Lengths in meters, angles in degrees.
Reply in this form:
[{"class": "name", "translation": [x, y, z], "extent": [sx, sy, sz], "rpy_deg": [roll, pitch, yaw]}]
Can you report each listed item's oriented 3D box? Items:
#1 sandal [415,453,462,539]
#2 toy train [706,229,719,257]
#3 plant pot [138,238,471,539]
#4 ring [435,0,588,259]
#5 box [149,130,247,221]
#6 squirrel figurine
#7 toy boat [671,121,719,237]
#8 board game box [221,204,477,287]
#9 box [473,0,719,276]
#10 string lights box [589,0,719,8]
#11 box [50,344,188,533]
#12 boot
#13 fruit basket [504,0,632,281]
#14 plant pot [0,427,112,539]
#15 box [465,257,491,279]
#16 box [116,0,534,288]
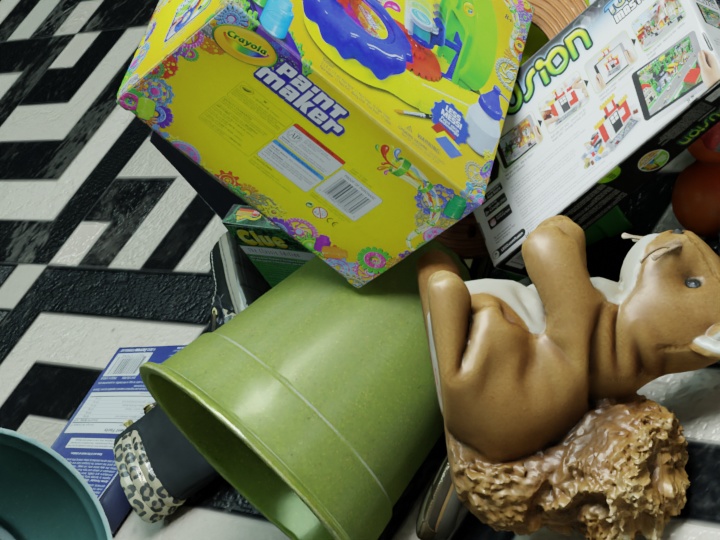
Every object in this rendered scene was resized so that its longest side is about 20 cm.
[{"class": "sandal", "translation": [0.100, 0.091, 1.465], "extent": [0.200, 0.054, 0.082], "rpy_deg": [-62, -2, -8]}, {"class": "toy train", "translation": [0.198, 0.010, 1.486], "extent": [0.200, 0.034, 0.046], "rpy_deg": [-26, 43, 26]}, {"class": "plant pot", "translation": [-0.009, 0.066, 1.494], "extent": [0.190, 0.200, 0.200], "rpy_deg": [-47, 28, -13]}, {"class": "ring", "translation": [0.088, -0.104, 1.520], "extent": [0.200, 0.019, 0.201], "rpy_deg": [-16, 66, 41]}, {"class": "box", "translation": [-0.047, -0.152, 1.719], "extent": [0.182, 0.104, 0.200], "rpy_deg": [-40, -9, -23]}, {"class": "squirrel figurine", "translation": [0.139, 0.065, 1.368], "extent": [0.186, 0.201, 0.142], "rpy_deg": [-9, -1, -1]}, {"class": "toy boat", "translation": [0.233, -0.087, 1.497], "extent": [0.200, 0.130, 0.131], "rpy_deg": [-105, 21, -78]}, {"class": "board game box", "translation": [0.000, 0.000, 1.634], "extent": [0.200, 0.105, 0.023], "rpy_deg": [8, 57, 41]}, {"class": "box", "translation": [0.145, -0.098, 1.420], "extent": [0.200, 0.035, 0.110], "rpy_deg": [-40, 52, 31]}, {"class": "string lights box", "translation": [0.248, -0.200, 1.550], "extent": [0.103, 0.200, 0.059], "rpy_deg": [-18, 78, 39]}, {"class": "box", "translation": [-0.201, 0.144, 1.801], "extent": [0.121, 0.032, 0.200], "rpy_deg": [-4, 45, 50]}, {"class": "boot", "translation": [-0.122, 0.079, 1.719], "extent": [0.154, 0.073, 0.204], "rpy_deg": [-34, 47, 19]}, {"class": "fruit basket", "translation": [0.126, -0.124, 1.617], "extent": [0.215, 0.155, 0.216], "rpy_deg": [-30, 36, 25]}, {"class": "plant pot", "translation": [-0.287, 0.223, 1.659], "extent": [0.200, 0.200, 0.134], "rpy_deg": [-53, 4, -20]}, {"class": "box", "translation": [0.024, -0.016, 1.750], "extent": [0.200, 0.021, 0.164], "rpy_deg": [-21, 35, 35]}, {"class": "box", "translation": [-0.017, -0.136, 1.426], "extent": [0.122, 0.200, 0.193], "rpy_deg": [-34, 28, 40]}]
